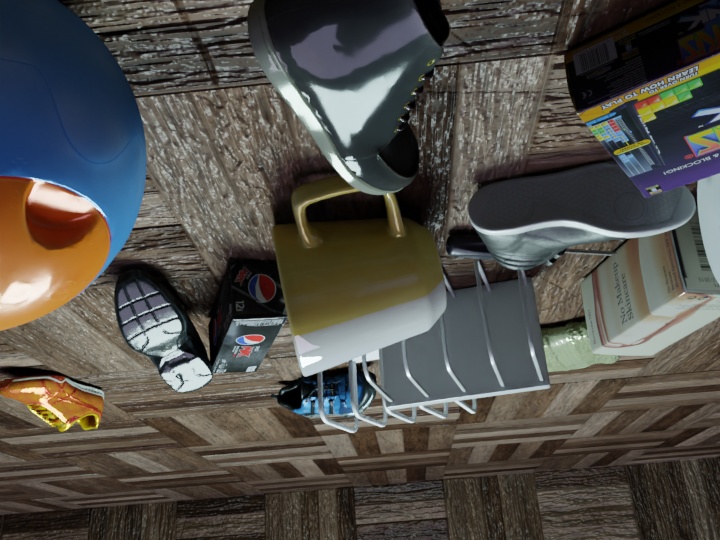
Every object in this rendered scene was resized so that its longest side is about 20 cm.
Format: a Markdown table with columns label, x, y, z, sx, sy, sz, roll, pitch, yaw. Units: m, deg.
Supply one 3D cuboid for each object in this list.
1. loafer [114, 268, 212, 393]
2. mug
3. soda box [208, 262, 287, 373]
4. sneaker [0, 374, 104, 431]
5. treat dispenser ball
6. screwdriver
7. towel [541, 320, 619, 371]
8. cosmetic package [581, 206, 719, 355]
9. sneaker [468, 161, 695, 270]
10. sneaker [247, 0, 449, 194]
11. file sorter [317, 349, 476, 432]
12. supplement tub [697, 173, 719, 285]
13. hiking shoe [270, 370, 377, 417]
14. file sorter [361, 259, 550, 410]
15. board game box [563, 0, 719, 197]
| label | x | y | z | sx | sy | sz | roll | pitch | yaw |
| --- | --- | --- | --- | --- | --- | --- | --- | --- | --- |
| loafer | -0.238 | 0.064 | 0.864 | 0.072 | 0.073 | 0.201 | -19 | 136 | -6 |
| mug | 0.002 | 0.009 | 0.698 | 0.152 | 0.151 | 0.187 | -11 | 164 | -3 |
| soda box | -0.139 | 0.061 | 0.870 | 0.063 | 0.071 | 0.200 | 1 | 155 | -19 |
| sneaker | -0.483 | 0.211 | 1.154 | 0.072 | 0.078 | 0.200 | -14 | 153 | 25 |
| treat dispenser ball | -0.222 | -0.065 | 0.404 | 0.199 | 0.203 | 0.201 | -4 | 157 | -2 |
| screwdriver | 0.187 | -0.024 | 0.792 | 0.198 | 0.028 | 0.029 | 2 | -173 | -16 |
| towel | 0.332 | 0.125 | 1.145 | 0.147 | 0.037 | 0.200 | -14 | 155 | 20 |
| cosmetic package | 0.337 | 0.019 | 0.820 | 0.086 | 0.104 | 0.200 | 2 | 154 | -9 |
| sneaker | 0.206 | -0.047 | 0.693 | 0.198 | 0.071 | 0.099 | -3 | 159 | 13 |
| sneaker | 0.022 | -0.117 | 0.483 | 0.105 | 0.076 | 0.200 | -12 | 155 | 24 |
| file sorter | 0.053 | 0.144 | 1.012 | 0.198 | 0.126 | 0.139 | -13 | 156 | 20 |
| supplement tub | 0.404 | -0.055 | 0.606 | 0.198 | 0.146 | 0.145 | -9 | 156 | 11 |
| hiking shoe | -0.059 | 0.214 | 1.232 | 0.199 | 0.075 | 0.086 | -24 | 150 | 39 |
| file sorter | 0.108 | 0.068 | 0.851 | 0.198 | 0.140 | 0.125 | -10 | 153 | 14 |
| board game box | 0.270 | -0.135 | 0.512 | 0.199 | 0.057 | 0.165 | -20 | 151 | 32 |
